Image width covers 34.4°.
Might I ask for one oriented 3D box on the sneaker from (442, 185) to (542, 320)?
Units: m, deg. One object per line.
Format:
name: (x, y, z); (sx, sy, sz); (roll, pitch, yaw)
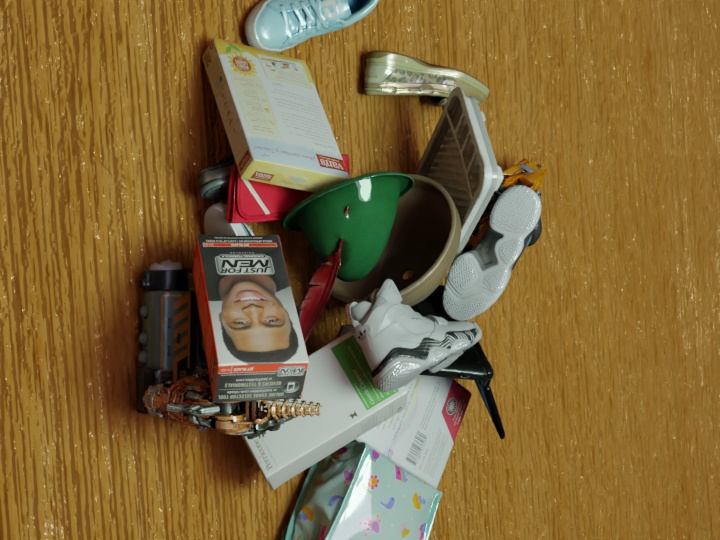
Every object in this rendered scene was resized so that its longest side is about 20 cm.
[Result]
sneaker: (0.186, -0.023, 1.557); (0.202, 0.075, 0.114); (-59, 165, 15)

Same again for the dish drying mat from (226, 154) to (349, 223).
dish drying mat: (-0.084, -0.101, 1.432); (0.198, 0.018, 0.078); (-9, 108, -48)

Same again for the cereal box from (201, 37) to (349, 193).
cereal box: (-0.104, -0.186, 1.413); (0.142, 0.040, 0.202); (9, 49, -38)

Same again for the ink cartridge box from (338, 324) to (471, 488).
ink cartridge box: (0.040, 0.182, 1.561); (0.199, 0.085, 0.149); (37, 68, -30)

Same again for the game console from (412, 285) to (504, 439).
game console: (0.108, 0.118, 1.572); (0.173, 0.201, 0.118); (7, 121, -19)

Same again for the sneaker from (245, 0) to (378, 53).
sneaker: (-0.057, -0.336, 1.490); (0.199, 0.081, 0.075); (-33, 108, -34)

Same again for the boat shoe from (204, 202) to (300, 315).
boat shoe: (-0.132, -0.001, 1.443); (0.057, 0.068, 0.202); (-41, 120, -37)

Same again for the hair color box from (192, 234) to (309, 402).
hair color box: (-0.124, 0.048, 1.275); (0.100, 0.202, 0.062); (-1, 134, -17)

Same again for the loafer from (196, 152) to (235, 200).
loafer: (-0.128, -0.131, 1.452); (0.198, 0.071, 0.064); (-12, 78, -45)

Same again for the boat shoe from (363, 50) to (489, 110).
boat shoe: (0.090, -0.254, 1.620); (0.197, 0.073, 0.064); (10, 89, -27)

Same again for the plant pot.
plant pot: (0.047, -0.018, 1.512); (0.203, 0.199, 0.093); (-61, 140, -21)

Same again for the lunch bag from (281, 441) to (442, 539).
lunch bag: (-0.005, 0.344, 1.502); (0.170, 0.121, 0.202); (35, 66, -33)

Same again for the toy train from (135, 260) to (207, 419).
toy train: (-0.207, 0.085, 1.373); (0.112, 0.085, 0.204); (1, 89, -28)

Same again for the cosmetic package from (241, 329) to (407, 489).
cosmetic package: (-0.051, 0.167, 1.421); (0.198, 0.085, 0.108); (-31, 73, -10)

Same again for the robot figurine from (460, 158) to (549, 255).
robot figurine: (0.189, -0.082, 1.663); (0.199, 0.058, 0.146); (-31, 149, -43)

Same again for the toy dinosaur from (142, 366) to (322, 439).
toy dinosaur: (-0.138, 0.152, 1.283); (0.135, 0.198, 0.104); (-5, 117, -66)

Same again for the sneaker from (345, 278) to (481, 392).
sneaker: (0.064, 0.066, 1.403); (0.199, 0.075, 0.116); (-18, 71, -49)

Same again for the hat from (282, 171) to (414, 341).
hat: (0.000, 0.000, 1.420); (0.164, 0.199, 0.179); (-5, 72, -43)

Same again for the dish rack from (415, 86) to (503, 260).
dish rack: (0.130, -0.120, 1.541); (0.043, 0.201, 0.174); (2, 52, -20)
